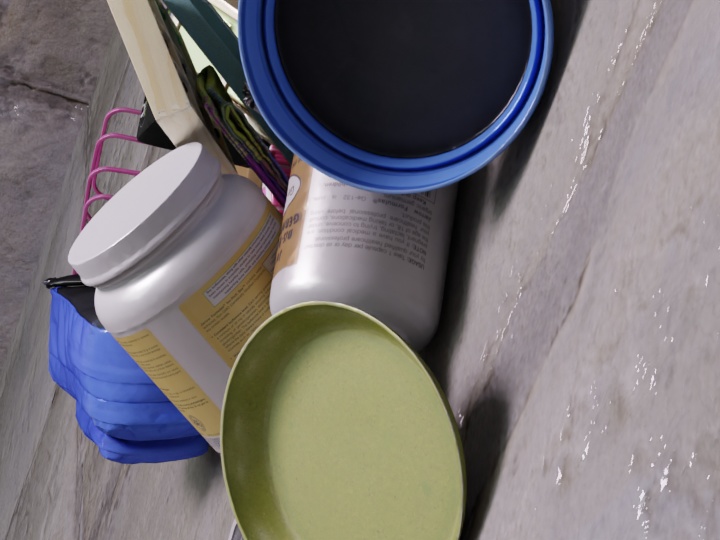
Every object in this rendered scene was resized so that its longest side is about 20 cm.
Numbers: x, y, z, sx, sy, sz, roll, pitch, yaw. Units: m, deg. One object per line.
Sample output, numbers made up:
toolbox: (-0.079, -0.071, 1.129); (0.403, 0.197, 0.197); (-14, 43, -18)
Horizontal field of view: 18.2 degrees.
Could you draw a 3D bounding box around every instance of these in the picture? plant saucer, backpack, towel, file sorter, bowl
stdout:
plant saucer: (-0.077, -0.133, 1.654); (0.019, 0.200, 0.070); (-42, -19, 11)
backpack: (-0.183, 0.089, 2.021); (0.200, 0.161, 0.170); (-160, 65, -67)
towel: (-0.050, -0.059, 1.627); (0.023, 0.200, 0.144); (-38, 16, 3)
file sorter: (-0.227, -0.054, 2.333); (0.201, 0.124, 0.140); (-87, 11, -48)
plant saucer: (-0.006, 0.116, 1.365); (0.199, 0.031, 0.202); (9, 103, 42)
bowl: (0.023, -0.150, 1.401); (0.039, 0.199, 0.202); (-49, -20, -70)

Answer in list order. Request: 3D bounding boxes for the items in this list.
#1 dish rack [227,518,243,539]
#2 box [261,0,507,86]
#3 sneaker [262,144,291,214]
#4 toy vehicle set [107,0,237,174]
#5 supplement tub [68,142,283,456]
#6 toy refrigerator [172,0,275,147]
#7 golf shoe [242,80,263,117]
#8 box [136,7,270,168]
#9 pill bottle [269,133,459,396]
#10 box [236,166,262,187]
dish rack: (-0.057, 0.226, 1.610); (0.201, 0.043, 0.172); (-89, 21, -44)
box: (0.011, -0.220, 1.458); (0.098, 0.198, 0.125); (-56, -13, -70)
sneaker: (-0.052, -0.026, 1.776); (0.088, 0.081, 0.201); (120, 164, -54)
toy vehicle set: (-0.138, -0.142, 1.625); (0.200, 0.026, 0.125); (60, -173, -77)
supplement tub: (-0.093, 0.026, 1.566); (0.145, 0.200, 0.146); (-36, 18, 14)
toy refrigerator: (-0.067, -0.150, 1.759); (0.200, 0.070, 0.076); (37, 111, 34)
golf shoe: (-0.029, -0.131, 1.584); (0.078, 0.095, 0.200); (-42, 14, 12)
box: (-0.099, -0.173, 1.967); (0.200, 0.147, 0.126); (156, 127, -71)
pill bottle: (0.000, 0.000, 1.479); (0.114, 0.113, 0.202); (135, 147, -63)
box: (-0.127, -0.040, 2.195); (0.164, 0.021, 0.202); (129, 153, -59)
